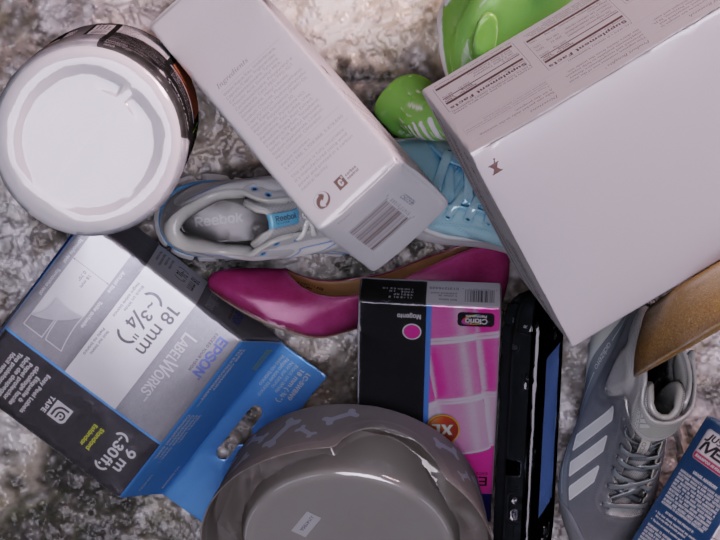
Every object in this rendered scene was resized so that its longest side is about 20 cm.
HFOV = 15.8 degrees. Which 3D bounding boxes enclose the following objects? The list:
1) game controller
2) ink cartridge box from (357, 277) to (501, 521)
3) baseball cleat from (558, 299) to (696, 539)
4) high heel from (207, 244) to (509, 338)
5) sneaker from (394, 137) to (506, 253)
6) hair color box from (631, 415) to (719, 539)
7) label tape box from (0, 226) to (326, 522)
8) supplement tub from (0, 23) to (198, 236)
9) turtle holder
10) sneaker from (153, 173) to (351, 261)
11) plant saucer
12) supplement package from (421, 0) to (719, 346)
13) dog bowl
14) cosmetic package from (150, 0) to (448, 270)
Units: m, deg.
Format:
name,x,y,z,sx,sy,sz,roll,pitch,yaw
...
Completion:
name,x,y,z,sx,sy,sz,roll,pitch,yaw
game controller,0.120,0.107,1.760,0.042,0.104,0.201,7,101,21
ink cartridge box,0.045,0.097,1.752,0.094,0.037,0.201,2,125,3
baseball cleat,0.181,0.118,1.761,0.069,0.106,0.201,-2,102,-15
high heel,0.000,0.000,1.759,0.199,0.067,0.097,12,104,-16
sneaker,0.099,-0.049,1.718,0.199,0.082,0.074,15,72,-14
hair color box,0.231,0.208,1.776,0.100,0.060,0.200,26,97,-45
label tape box,-0.144,0.072,1.763,0.200,0.063,0.144,37,102,-6
supplement tub,-0.166,-0.095,1.671,0.122,0.200,0.123,0,99,-1
turtle holder,0.111,-0.146,1.699,0.141,0.132,0.186,22,107,-24
sneaker,-0.040,-0.036,1.742,0.199,0.087,0.075,-11,98,-1
plant saucer,0.251,0.003,1.640,0.200,0.200,0.036,-30,84,4
supplement package,0.168,-0.081,1.608,0.199,0.111,0.156,-30,119,0
dog bowl,-0.006,0.172,1.751,0.199,0.059,0.201,3,129,4
cosmetic package,-0.039,-0.101,1.677,0.074,0.102,0.200,-41,64,6
